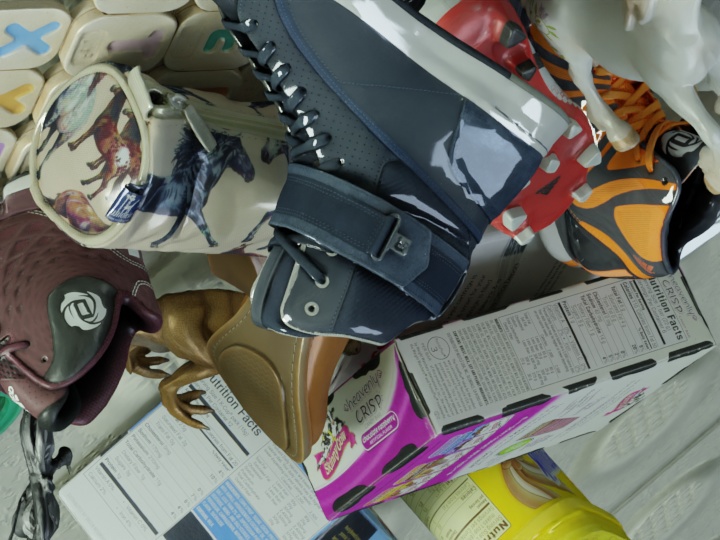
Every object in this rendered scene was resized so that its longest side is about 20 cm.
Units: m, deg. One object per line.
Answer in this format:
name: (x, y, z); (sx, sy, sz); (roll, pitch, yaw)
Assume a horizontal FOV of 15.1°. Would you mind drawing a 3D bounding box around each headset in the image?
headset: (-0.221, 0.106, 1.265); (0.123, 0.199, 0.094); (1, 89, -58)

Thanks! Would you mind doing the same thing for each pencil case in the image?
pencil case: (-0.044, -0.045, 1.218); (0.199, 0.078, 0.089); (4, 158, -40)

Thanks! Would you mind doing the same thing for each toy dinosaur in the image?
toy dinosaur: (-0.100, 0.030, 1.442); (0.199, 0.061, 0.106); (-1, 140, -24)

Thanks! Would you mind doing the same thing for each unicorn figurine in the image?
unicorn figurine: (0.136, -0.106, 1.220); (0.074, 0.199, 0.138); (-52, 127, -28)

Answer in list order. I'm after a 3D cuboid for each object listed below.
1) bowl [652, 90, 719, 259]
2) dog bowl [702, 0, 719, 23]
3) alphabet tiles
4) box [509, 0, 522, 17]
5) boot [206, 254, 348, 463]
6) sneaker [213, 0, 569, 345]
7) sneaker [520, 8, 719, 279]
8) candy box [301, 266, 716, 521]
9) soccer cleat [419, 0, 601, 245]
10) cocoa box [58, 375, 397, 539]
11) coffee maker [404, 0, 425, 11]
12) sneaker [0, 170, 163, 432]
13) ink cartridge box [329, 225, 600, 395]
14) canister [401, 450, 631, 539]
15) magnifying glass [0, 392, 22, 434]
bowl: (0.184, -0.054, 1.673); (0.201, 0.091, 0.201); (-35, 174, -4)
dog bowl: (0.164, -0.203, 1.317); (0.201, 0.058, 0.200); (-61, -167, 24)
alphabet tiles: (-0.100, -0.079, 1.218); (0.195, 0.015, 0.200); (-5, 145, -33)
box: (-0.002, -0.125, 1.332); (0.200, 0.050, 0.199); (-32, 154, -22)
boot: (0.000, 0.000, 1.384); (0.155, 0.074, 0.200); (-37, 150, -25)
sneaker: (-0.030, -0.056, 1.128); (0.147, 0.202, 0.077); (-57, -166, 0)
sneaker: (0.145, -0.091, 1.432); (0.077, 0.112, 0.201); (-25, 114, -36)
candy box: (0.078, 0.064, 1.501); (0.199, 0.061, 0.136); (-15, 164, -33)
soccer cleat: (0.060, -0.085, 1.310); (0.069, 0.085, 0.200); (-38, 148, -2)
cocoa box: (-0.065, 0.158, 1.618); (0.131, 0.133, 0.200); (-41, 157, -2)
coffee maker: (0.105, -0.189, 1.146); (0.200, 0.134, 0.193); (-12, -131, 56)
sneaker: (-0.179, 0.031, 1.195); (0.199, 0.116, 0.076); (-22, 151, -11)
ink cartridge box: (0.053, -0.008, 1.545); (0.199, 0.084, 0.145); (-13, 147, -37)
canister: (0.067, 0.122, 1.684); (0.087, 0.200, 0.148); (-44, 158, 6)
magnifying glass: (-0.181, 0.048, 1.339); (0.079, 0.022, 0.200); (-18, 156, -42)
